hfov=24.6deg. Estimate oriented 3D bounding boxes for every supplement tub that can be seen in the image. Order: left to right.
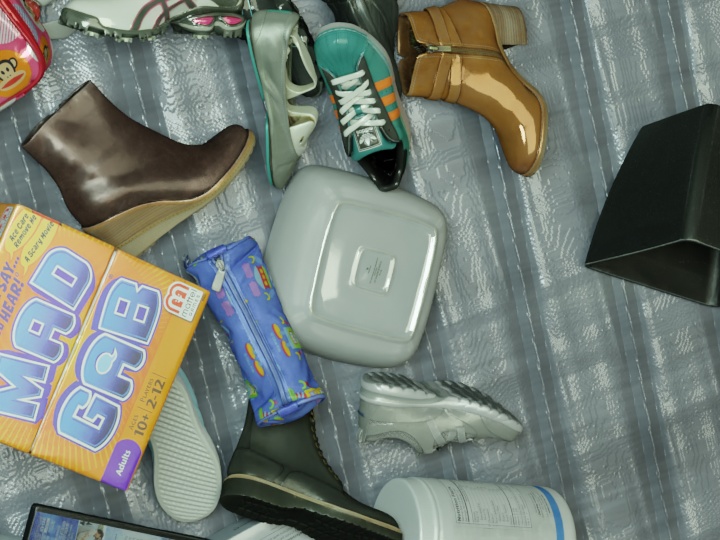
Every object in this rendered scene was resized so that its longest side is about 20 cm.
[{"bbox_3d":[0.123,0.297,1.806,0.198,0.132,0.133,6,91,-25],"label":"supplement tub"}]

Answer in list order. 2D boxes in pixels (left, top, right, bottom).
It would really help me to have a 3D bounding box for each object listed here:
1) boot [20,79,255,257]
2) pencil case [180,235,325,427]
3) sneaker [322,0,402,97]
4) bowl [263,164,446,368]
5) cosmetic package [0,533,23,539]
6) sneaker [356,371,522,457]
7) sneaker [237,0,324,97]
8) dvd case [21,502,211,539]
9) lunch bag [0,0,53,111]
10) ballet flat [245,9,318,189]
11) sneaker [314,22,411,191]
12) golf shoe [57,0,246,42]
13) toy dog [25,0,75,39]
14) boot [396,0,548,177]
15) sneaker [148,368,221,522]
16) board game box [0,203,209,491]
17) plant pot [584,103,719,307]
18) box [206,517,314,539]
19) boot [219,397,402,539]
[{"bbox_3d":[-0.218,-0.126,1.653,0.200,0.072,0.167,-42,111,-13],"label":"boot"},{"bbox_3d":[-0.108,0.061,1.684,0.078,0.087,0.201,-26,85,5],"label":"pencil case"},{"bbox_3d":[0.011,-0.275,1.754,0.090,0.076,0.201,-30,109,-31],"label":"sneaker"},{"bbox_3d":[0.000,0.000,1.762,0.198,0.075,0.202,16,88,-24],"label":"bowl"},{"bbox_3d":[-0.354,0.365,1.632,0.150,0.052,0.202,12,88,-24],"label":"cosmetic package"},{"bbox_3d":[0.083,0.167,1.822,0.198,0.075,0.083,13,102,-18],"label":"sneaker"},{"bbox_3d":[-0.103,-0.263,1.711,0.079,0.075,0.201,-27,109,5],"label":"sneaker"},{"bbox_3d":[-0.253,0.321,1.644,0.199,0.018,0.144,17,85,-28],"label":"dvd case"},{"bbox_3d":[-0.403,-0.210,1.522,0.199,0.082,0.177,-31,110,11],"label":"lunch bag"},{"bbox_3d":[-0.074,-0.171,1.685,0.063,0.068,0.201,-3,123,6],"label":"ballet flat"},{"bbox_3d":[0.007,-0.166,1.703,0.071,0.080,0.200,-15,136,16],"label":"sneaker"},{"bbox_3d":[-0.204,-0.268,1.603,0.199,0.077,0.089,-11,110,-37],"label":"golf shoe"},{"bbox_3d":[-0.311,-0.288,1.606,0.199,0.096,0.132,-37,111,-3],"label":"toy dog"},{"bbox_3d":[0.120,-0.196,1.795,0.154,0.076,0.202,-7,91,-32],"label":"boot"},{"bbox_3d":[-0.187,0.163,1.690,0.073,0.082,0.201,-10,122,-3],"label":"sneaker"},{"bbox_3d":[-0.295,0.066,1.559,0.199,0.200,0.201,25,83,-23],"label":"board game box"},{"bbox_3d":[0.400,-0.078,1.884,0.198,0.200,0.179,16,76,-24],"label":"plant pot"},{"bbox_3d":[-0.101,0.364,1.756,0.155,0.041,0.201,-25,104,-22],"label":"box"},{"bbox_3d":[-0.040,0.205,1.733,0.199,0.077,0.139,23,57,-20],"label":"boot"}]
